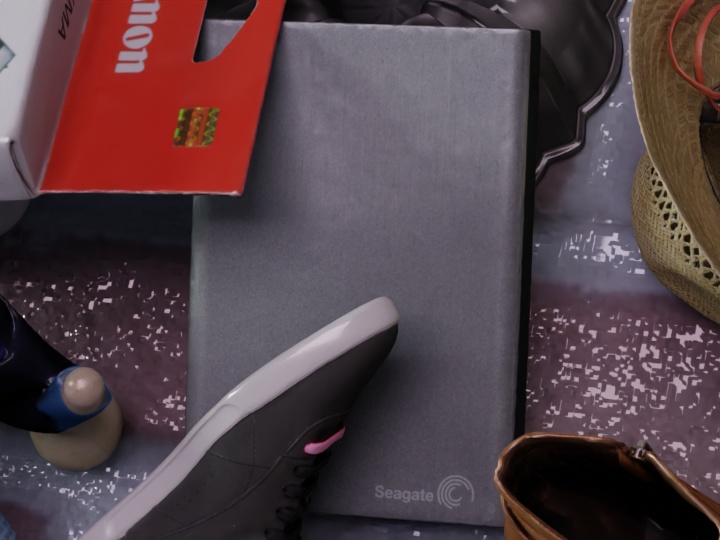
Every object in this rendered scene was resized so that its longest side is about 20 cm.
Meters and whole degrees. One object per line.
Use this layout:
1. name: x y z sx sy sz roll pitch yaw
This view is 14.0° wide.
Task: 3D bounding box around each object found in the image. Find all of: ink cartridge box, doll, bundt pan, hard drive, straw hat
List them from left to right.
1. doll: -0.154 0.028 1.173 0.136 0.200 0.049 15 67 35
2. ink cartridge box: -0.118 -0.117 1.190 0.173 0.044 0.200 -1 53 15
3. hard drive: 0.000 0.000 1.195 0.139 0.033 0.200 3 94 16
4. bundt pan: 0.012 -0.118 1.267 0.201 0.076 0.202 -5 66 11
5. straw hat: 0.157 -0.025 1.181 0.085 0.201 0.201 -37 53 43

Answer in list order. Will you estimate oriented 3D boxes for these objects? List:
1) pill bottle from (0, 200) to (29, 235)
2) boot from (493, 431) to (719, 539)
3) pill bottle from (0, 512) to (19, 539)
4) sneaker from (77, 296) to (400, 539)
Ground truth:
1. pill bottle: -0.209 -0.113 1.297 0.112 0.112 0.200 -14 64 7
2. boot: 0.146 0.115 1.084 0.200 0.155 0.077 20 72 21
3. pill bottle: -0.193 0.109 1.134 0.109 0.109 0.200 -33 96 -2
4. sneaker: -0.033 0.102 1.157 0.200 0.071 0.099 -45 80 20
